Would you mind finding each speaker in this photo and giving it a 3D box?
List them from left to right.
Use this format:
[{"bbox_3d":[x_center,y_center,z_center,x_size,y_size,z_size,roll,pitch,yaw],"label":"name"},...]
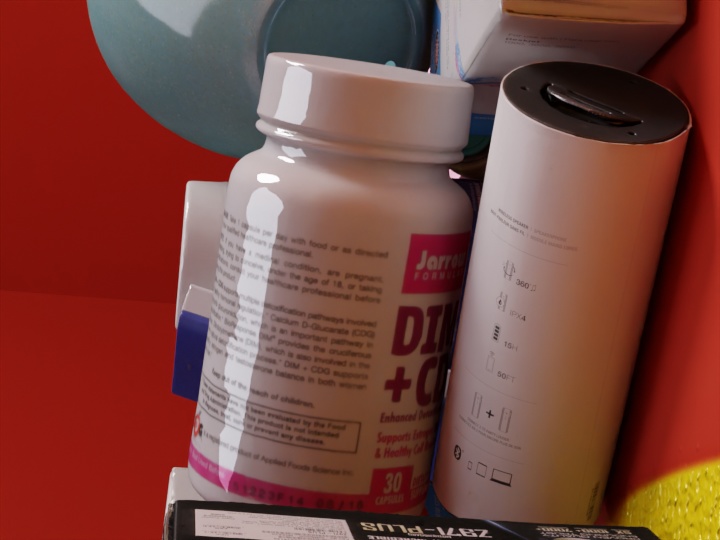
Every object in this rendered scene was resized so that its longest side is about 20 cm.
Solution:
[{"bbox_3d":[0.083,0.015,0.745,0.081,0.081,0.201,-96,12,-60],"label":"speaker"}]

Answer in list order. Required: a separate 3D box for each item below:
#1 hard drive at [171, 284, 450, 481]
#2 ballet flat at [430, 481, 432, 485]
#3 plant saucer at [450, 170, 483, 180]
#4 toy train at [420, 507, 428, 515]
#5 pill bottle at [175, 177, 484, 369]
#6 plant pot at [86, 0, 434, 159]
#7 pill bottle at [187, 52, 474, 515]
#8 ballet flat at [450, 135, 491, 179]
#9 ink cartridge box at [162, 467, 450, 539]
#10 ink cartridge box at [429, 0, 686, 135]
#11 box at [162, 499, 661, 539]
[{"bbox_3d":[-0.001,0.069,0.919,0.132,0.199,0.026,110,178,-68],"label":"hard drive"},{"bbox_3d":[0.008,0.088,1.144,0.201,0.062,0.067,60,-170,12],"label":"ballet flat"},{"bbox_3d":[0.022,-0.106,1.095,0.051,0.199,0.202,23,-115,-54],"label":"plant saucer"},{"bbox_3d":[0.059,0.206,0.813,0.150,0.055,0.201,-65,-41,-73],"label":"toy train"},{"bbox_3d":[0.000,0.000,0.962,0.111,0.198,0.112,-175,90,-84],"label":"pill bottle"},{"bbox_3d":[-0.033,-0.140,0.931,0.135,0.199,0.201,-133,45,-56],"label":"plant pot"},{"bbox_3d":[-0.011,0.008,0.789,0.113,0.112,0.202,-115,33,-78],"label":"pill bottle"},{"bbox_3d":[0.077,-0.149,0.999,0.063,0.068,0.202,22,-103,-61],"label":"ballet flat"},{"bbox_3d":[-0.026,0.221,1.047,0.148,0.198,0.145,102,170,-49],"label":"ink cartridge box"},{"bbox_3d":[0.087,-0.155,0.806,0.200,0.084,0.146,119,154,-79],"label":"ink cartridge box"},{"bbox_3d":[0.018,0.180,0.657,0.086,0.198,0.165,-141,56,-83],"label":"box"}]
